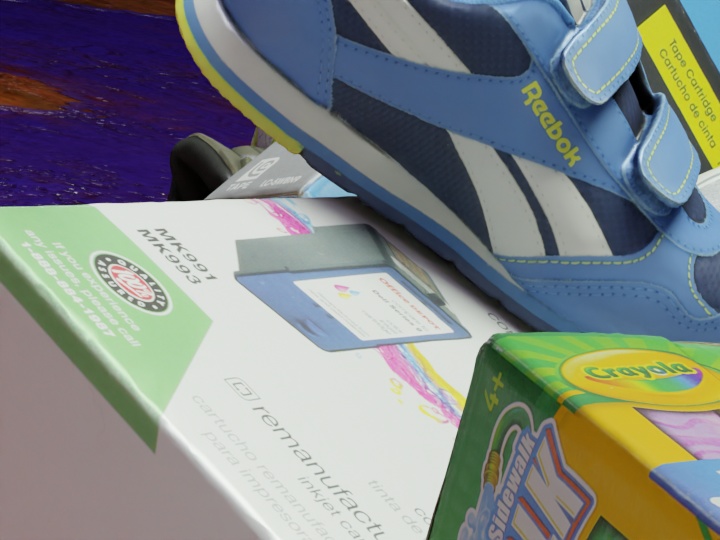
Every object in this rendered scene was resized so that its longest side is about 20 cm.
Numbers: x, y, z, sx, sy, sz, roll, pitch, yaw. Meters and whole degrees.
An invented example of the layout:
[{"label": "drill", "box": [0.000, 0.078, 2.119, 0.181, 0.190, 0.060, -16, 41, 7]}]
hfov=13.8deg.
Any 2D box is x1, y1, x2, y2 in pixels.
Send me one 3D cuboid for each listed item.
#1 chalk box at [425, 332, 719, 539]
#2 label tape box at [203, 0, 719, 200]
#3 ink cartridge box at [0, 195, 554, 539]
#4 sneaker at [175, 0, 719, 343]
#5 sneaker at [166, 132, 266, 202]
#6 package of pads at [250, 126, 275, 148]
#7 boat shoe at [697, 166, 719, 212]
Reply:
[{"label": "chalk box", "box": [0.083, 0.089, 0.571, 0.124, 0.125, 0.200, 4, 18, -29]}, {"label": "label tape box", "box": [0.067, -0.019, 0.956, 0.200, 0.144, 0.063, -40, 18, -29]}, {"label": "ink cartridge box", "box": [-0.009, 0.057, 0.726, 0.145, 0.088, 0.200, 45, 24, 25]}, {"label": "sneaker", "box": [0.050, -0.039, 0.783, 0.200, 0.082, 0.074, 34, 19, -8]}, {"label": "sneaker", "box": [0.000, 0.000, 1.013, 0.199, 0.115, 0.076, -19, 19, -38]}, {"label": "package of pads", "box": [0.034, -0.042, 1.135, 0.154, 0.068, 0.200, 10, -9, -2]}, {"label": "boat shoe", "box": [0.096, 0.028, 0.888, 0.201, 0.070, 0.071, -38, 13, -31]}]
